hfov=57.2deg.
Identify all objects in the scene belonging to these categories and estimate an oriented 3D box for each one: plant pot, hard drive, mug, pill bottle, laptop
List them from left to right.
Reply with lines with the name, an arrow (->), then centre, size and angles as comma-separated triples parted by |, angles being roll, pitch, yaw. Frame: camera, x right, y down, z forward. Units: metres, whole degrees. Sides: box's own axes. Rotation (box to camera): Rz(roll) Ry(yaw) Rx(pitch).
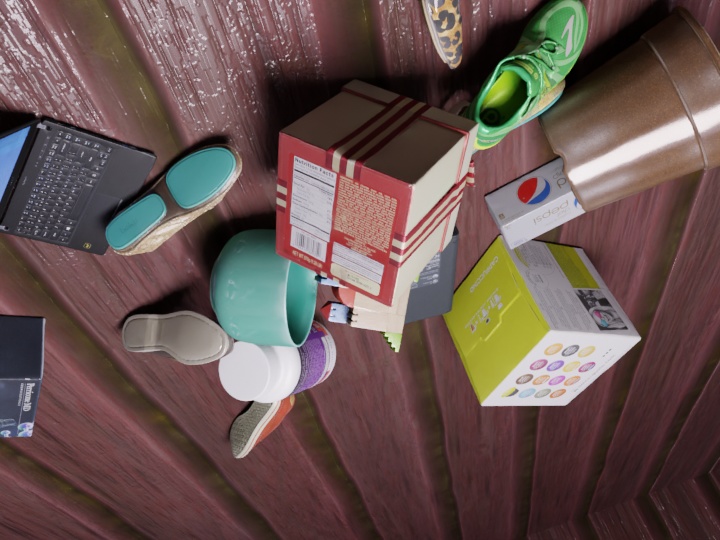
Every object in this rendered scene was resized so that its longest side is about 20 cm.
laptop -> -0.349, -0.064, 0.725 | 0.199, 0.104, 0.177 | 16, 131, -36
mug -> -0.128, 0.029, 0.892 | 0.113, 0.153, 0.185 | 4, 151, 10
pill bottle -> -0.123, 0.135, 0.990 | 0.111, 0.112, 0.200 | -34, 169, 18
hard drive -> 0.084, 0.015, 1.061 | 0.138, 0.033, 0.201 | -14, 141, -8
plant pot -> 0.340, -0.181, 0.820 | 0.197, 0.201, 0.200 | -27, 142, 21

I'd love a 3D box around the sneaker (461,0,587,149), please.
sneaker -> 0.191, -0.221, 0.744 | 0.074, 0.084, 0.201 | 36, 94, -2

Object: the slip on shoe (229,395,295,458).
slip on shoe -> -0.188, 0.288, 1.244 | 0.061, 0.074, 0.200 | 13, 127, -39

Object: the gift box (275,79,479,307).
gift box -> 0.013, -0.089, 0.756 | 0.187, 0.184, 0.201 | -46, 158, -43

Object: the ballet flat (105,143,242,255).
ballet flat -> -0.218, -0.085, 0.801 | 0.199, 0.071, 0.065 | -29, 169, 13

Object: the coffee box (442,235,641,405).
coffee box -> 0.287, 0.088, 1.100 | 0.196, 0.201, 0.200 | 6, 135, -28

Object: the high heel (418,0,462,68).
high heel -> 0.123, -0.306, 0.659 | 0.141, 0.072, 0.201 | -17, 133, 7

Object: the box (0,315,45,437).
box -> -0.541, 0.143, 0.888 | 0.199, 0.108, 0.149 | 5, 135, -29

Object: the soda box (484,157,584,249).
soda box -> 0.289, -0.114, 0.965 | 0.199, 0.068, 0.064 | -27, 141, 9

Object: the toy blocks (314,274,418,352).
toy blocks -> 0.000, 0.000, 0.907 | 0.136, 0.100, 0.202 | 9, 93, -15

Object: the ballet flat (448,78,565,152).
ballet flat -> 0.157, -0.195, 0.821 | 0.199, 0.071, 0.071 | -32, 140, 16

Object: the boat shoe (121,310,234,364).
boat shoe -> -0.250, 0.095, 0.934 | 0.199, 0.073, 0.059 | -1, 169, 31
